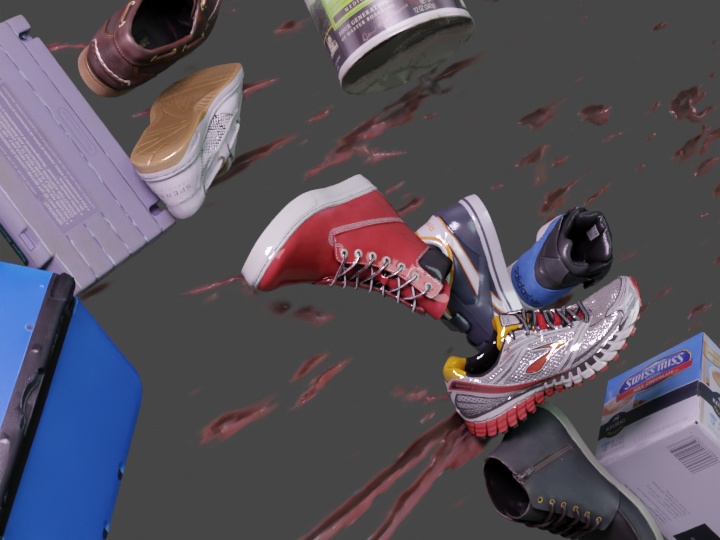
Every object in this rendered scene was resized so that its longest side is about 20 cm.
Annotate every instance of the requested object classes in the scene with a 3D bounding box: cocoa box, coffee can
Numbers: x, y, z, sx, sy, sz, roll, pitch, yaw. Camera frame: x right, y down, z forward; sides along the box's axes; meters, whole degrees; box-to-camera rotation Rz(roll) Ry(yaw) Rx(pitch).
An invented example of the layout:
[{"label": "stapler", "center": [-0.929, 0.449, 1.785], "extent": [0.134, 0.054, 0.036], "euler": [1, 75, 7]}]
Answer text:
[{"label": "cocoa box", "center": [0.354, 0.191, 1.323], "extent": [0.200, 0.133, 0.132], "euler": [43, 39, -18]}, {"label": "coffee can", "center": [0.008, -0.297, 1.277], "extent": [0.146, 0.146, 0.202], "euler": [-11, 73, -49]}]

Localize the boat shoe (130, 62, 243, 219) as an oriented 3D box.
[{"label": "boat shoe", "center": [-0.134, -0.107, 1.065], "extent": [0.201, 0.070, 0.070], "euler": [-71, 145, -56]}]

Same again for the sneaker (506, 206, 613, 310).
[{"label": "sneaker", "center": [0.228, -0.025, 1.355], "extent": [0.077, 0.111, 0.199], "euler": [57, 38, 1]}]

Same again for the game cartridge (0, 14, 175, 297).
[{"label": "game cartridge", "center": [-0.238, -0.084, 0.960], "extent": [0.201, 0.038, 0.130], "euler": [54, 42, -5]}]

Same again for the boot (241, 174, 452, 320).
[{"label": "boot", "center": [0.000, 0.000, 1.096], "extent": [0.144, 0.073, 0.199], "euler": [43, 34, 12]}]

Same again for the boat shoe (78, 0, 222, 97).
[{"label": "boat shoe", "center": [-0.162, -0.214, 1.101], "extent": [0.070, 0.070, 0.201], "euler": [44, 39, -14]}]

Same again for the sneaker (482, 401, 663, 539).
[{"label": "sneaker", "center": [0.190, 0.226, 1.184], "extent": [0.200, 0.075, 0.106], "euler": [49, 43, 4]}]

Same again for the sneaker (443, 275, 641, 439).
[{"label": "sneaker", "center": [0.161, 0.066, 1.150], "extent": [0.082, 0.199, 0.078], "euler": [52, 10, -15]}]

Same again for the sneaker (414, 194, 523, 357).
[{"label": "sneaker", "center": [0.109, 0.036, 1.220], "extent": [0.079, 0.078, 0.202], "euler": [-24, 99, -8]}]

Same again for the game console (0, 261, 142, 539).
[{"label": "game console", "center": [-0.240, 0.107, 0.838], "extent": [0.168, 0.119, 0.202], "euler": [11, 50, -4]}]
